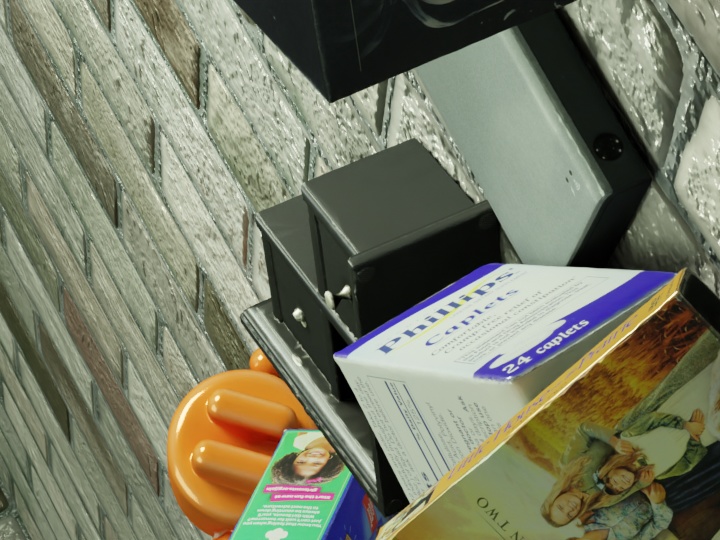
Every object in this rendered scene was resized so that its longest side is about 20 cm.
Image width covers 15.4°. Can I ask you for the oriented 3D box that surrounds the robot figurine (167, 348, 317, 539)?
[{"bbox_3d":[-0.087,0.141,1.964,0.200,0.116,0.145,101,146,-77],"label":"robot figurine"}]

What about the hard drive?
[{"bbox_3d":[0.070,-0.097,1.322,0.201,0.033,0.140,62,163,17],"label":"hard drive"}]

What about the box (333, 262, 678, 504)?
[{"bbox_3d":[0.105,0.098,1.287,0.185,0.105,0.200,63,159,-14],"label":"box"}]

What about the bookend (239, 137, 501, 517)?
[{"bbox_3d":[0.000,0.000,1.565,0.199,0.092,0.201,51,157,42],"label":"bookend"}]

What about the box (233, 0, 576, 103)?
[{"bbox_3d":[0.031,-0.200,1.044,0.104,0.181,0.201,48,156,46],"label":"box"}]

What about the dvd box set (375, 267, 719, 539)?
[{"bbox_3d":[0.119,0.112,1.153,0.146,0.200,0.029,46,-151,-5],"label":"dvd box set"}]

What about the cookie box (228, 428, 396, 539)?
[{"bbox_3d":[-0.031,0.233,1.811,0.200,0.075,0.172,-63,-36,-54],"label":"cookie box"}]
